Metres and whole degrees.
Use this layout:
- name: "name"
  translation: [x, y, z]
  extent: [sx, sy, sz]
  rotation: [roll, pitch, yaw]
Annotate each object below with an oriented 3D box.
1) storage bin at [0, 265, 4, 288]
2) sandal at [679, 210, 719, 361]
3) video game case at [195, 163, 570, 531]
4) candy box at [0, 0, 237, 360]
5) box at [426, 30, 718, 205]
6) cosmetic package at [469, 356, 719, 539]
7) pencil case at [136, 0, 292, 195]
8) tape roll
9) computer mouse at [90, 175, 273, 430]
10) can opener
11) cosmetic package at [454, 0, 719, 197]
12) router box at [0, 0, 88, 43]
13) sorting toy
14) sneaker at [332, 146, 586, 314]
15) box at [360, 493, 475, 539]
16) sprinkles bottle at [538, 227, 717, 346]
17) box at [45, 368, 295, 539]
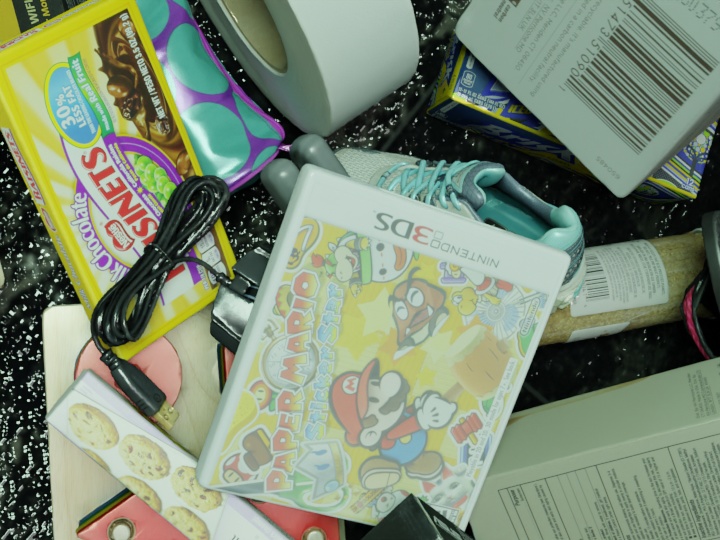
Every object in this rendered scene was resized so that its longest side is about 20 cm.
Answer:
- name: "storage bin"
  translation: [-0.326, -0.055, 0.671]
  extent: [0.197, 0.094, 0.202]
  rotation: [-14, 90, 24]
- name: "sandal"
  translation: [0.251, 0.040, 0.806]
  extent: [0.200, 0.045, 0.076]
  rotation: [60, 37, -44]
- name: "video game case"
  translation: [0.016, 0.057, 0.706]
  extent: [0.181, 0.023, 0.201]
  rotation: [17, 100, -21]
- name: "candy box"
  translation: [-0.145, -0.054, 0.694]
  extent: [0.102, 0.026, 0.201]
  rotation: [-35, 121, -28]
- name: "box"
  translation: [0.155, -0.115, 0.848]
  extent: [0.199, 0.064, 0.071]
  rotation: [20, 83, -11]
- name: "cosmetic package"
  translation: [0.172, 0.139, 0.782]
  extent: [0.199, 0.071, 0.106]
  rotation: [-16, 114, 16]
- name: "pencil case"
  translation: [-0.130, -0.140, 0.772]
  extent: [0.092, 0.085, 0.201]
  rotation: [-31, 95, 1]
- name: "tape roll"
  translation: [-0.049, -0.188, 0.733]
  extent: [0.071, 0.202, 0.203]
  rotation: [-34, 95, -11]
- name: "computer mouse"
  translation: [-0.065, 0.050, 0.710]
  extent: [0.200, 0.046, 0.141]
  rotation: [46, 67, -22]
- name: "can opener"
  translation: [0.000, 0.000, 0.782]
  extent: [0.053, 0.066, 0.201]
  rotation: [-43, 116, -19]
- name: "cosmetic package"
  translation: [0.204, -0.190, 0.760]
  extent: [0.165, 0.165, 0.200]
  rotation: [46, 51, 10]
- name: "router box"
  translation: [-0.247, -0.203, 0.692]
  extent: [0.156, 0.052, 0.201]
  rotation: [-5, 114, 20]
- name: "sorting toy"
  translation: [-0.107, 0.118, 0.775]
  extent: [0.197, 0.070, 0.202]
  rotation: [-3, 89, -13]
- name: "sneaker"
  translation: [0.064, -0.049, 0.785]
  extent: [0.199, 0.087, 0.078]
  rotation: [23, 61, 15]
- name: "box"
  translation: [0.025, 0.258, 0.743]
  extent: [0.193, 0.048, 0.200]
  rotation: [-45, 129, 4]
- name: "sprinkles bottle"
  translation: [0.186, 0.013, 0.848]
  extent: [0.198, 0.068, 0.069]
  rotation: [-9, 90, -13]
- name: "box"
  translation: [-0.106, 0.138, 0.718]
  extent: [0.200, 0.039, 0.041]
  rotation: [43, 81, -8]
